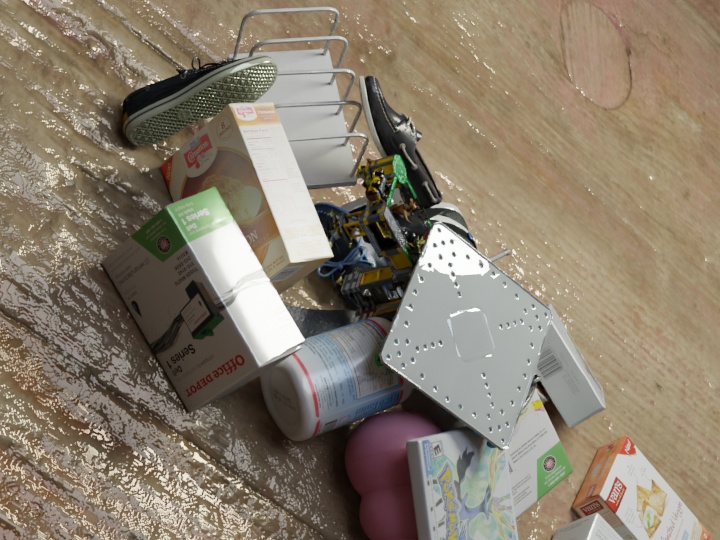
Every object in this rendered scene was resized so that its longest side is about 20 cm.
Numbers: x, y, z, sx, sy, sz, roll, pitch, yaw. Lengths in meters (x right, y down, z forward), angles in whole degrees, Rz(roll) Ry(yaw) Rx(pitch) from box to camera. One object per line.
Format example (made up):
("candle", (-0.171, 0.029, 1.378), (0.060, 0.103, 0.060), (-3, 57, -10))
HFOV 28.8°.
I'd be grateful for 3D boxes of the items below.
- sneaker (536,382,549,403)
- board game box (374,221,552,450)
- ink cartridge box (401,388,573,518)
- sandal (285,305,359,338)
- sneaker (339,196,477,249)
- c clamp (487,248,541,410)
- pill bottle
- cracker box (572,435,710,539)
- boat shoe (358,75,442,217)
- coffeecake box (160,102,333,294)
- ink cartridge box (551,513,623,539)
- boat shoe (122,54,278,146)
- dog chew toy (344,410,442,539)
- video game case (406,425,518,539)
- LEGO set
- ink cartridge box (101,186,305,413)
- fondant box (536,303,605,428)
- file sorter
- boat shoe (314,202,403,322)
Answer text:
("sneaker", (0.177, 0.119, 1.884), (0.071, 0.080, 0.201), (36, 21, -44))
("board game box", (0.123, 0.077, 1.639), (0.199, 0.026, 0.201), (37, 57, -21))
("ink cartridge box", (0.155, 0.200, 1.746), (0.144, 0.084, 0.201), (-31, 100, -32))
("sandal", (-0.040, 0.084, 1.722), (0.199, 0.043, 0.077), (15, 48, -26))
("sneaker", (0.064, -0.039, 1.818), (0.198, 0.073, 0.112), (-3, 41, -26))
("c clamp", (0.163, 0.081, 1.700), (0.170, 0.027, 0.202), (-15, 82, -40))
("pill bottle", (-0.008, 0.118, 1.633), (0.199, 0.109, 0.110), (-17, 77, -29))
("cracker box", (0.394, 0.349, 1.953), (0.200, 0.058, 0.134), (48, 41, -9))
("boat shoe", (0.049, -0.158, 1.746), (0.074, 0.060, 0.201), (-89, 160, -61))
("coffeecake box", (-0.135, -0.071, 1.634), (0.073, 0.153, 0.201), (-8, 71, -45))
("ink cartridge box", (0.292, 0.436, 1.780), (0.145, 0.083, 0.200), (46, 42, -12))
("boat shoe", (-0.195, -0.215, 1.672), (0.075, 0.199, 0.063), (71, -7, -56))
("dog chew toy", (0.049, 0.268, 1.631), (0.124, 0.124, 0.202), (7, 69, -41))
("video game case", (0.124, 0.283, 1.616), (0.182, 0.022, 0.202), (-4, 86, -53))
("LEGO set", (0.016, -0.033, 1.698), (0.200, 0.115, 0.155), (56, 32, -39))
("ink cartridge box", (-0.173, 0.035, 1.538), (0.084, 0.146, 0.201), (-27, 85, -47))
("fondant box", (0.271, 0.125, 1.905), (0.145, 0.058, 0.200), (59, 10, 2))
("file sorter", (-0.078, -0.219, 1.771), (0.137, 0.125, 0.202), (-5, 66, -17))
("boat shoe", (0.000, 0.000, 1.773), (0.200, 0.084, 0.069), (46, 31, -9))
